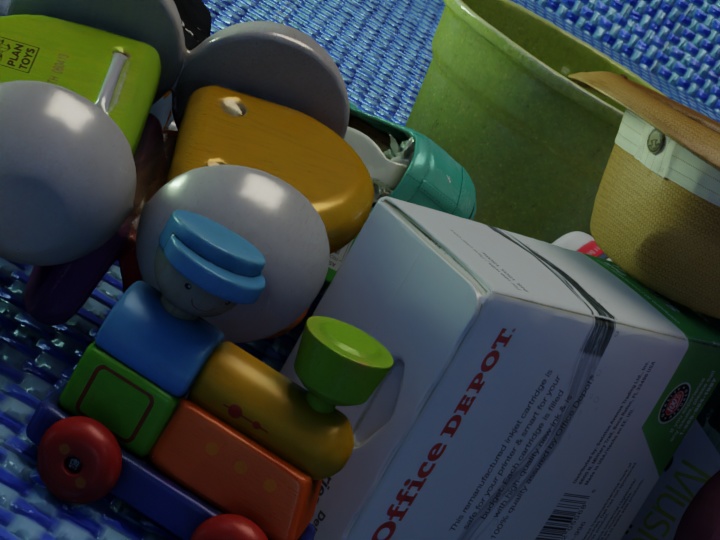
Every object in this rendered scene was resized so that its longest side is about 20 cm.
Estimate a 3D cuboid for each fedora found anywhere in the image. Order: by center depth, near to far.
[{"bbox_3d":[0.173,-0.025,1.026,0.199,0.082,0.201,26,10,-5],"label":"fedora"}]

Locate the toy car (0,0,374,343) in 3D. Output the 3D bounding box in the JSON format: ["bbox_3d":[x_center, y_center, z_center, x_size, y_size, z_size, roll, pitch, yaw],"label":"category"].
[{"bbox_3d":[-0.102,-0.034,0.947,0.198,0.151,0.176,22,37,-10],"label":"toy car"}]

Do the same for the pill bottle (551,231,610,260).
[{"bbox_3d":[0.165,0.080,1.158,0.199,0.120,0.119,36,16,17],"label":"pill bottle"}]

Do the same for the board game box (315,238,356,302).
[{"bbox_3d":[0.000,0.000,1.121,0.152,0.041,0.200,27,-4,-16],"label":"board game box"}]

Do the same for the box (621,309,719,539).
[{"bbox_3d":[0.181,0.102,1.071,0.199,0.145,0.036,32,15,5],"label":"box"}]

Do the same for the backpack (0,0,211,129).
[{"bbox_3d":[-0.175,-0.120,1.081,0.189,0.155,0.200,22,22,-2],"label":"backpack"}]

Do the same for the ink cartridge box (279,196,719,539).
[{"bbox_3d":[0.059,0.061,0.962,0.199,0.147,0.083,15,21,-49],"label":"ink cartridge box"}]

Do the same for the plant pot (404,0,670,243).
[{"bbox_3d":[0.091,-0.047,1.294,0.199,0.185,0.201,29,15,-9],"label":"plant pot"}]

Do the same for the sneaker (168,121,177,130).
[{"bbox_3d":[-0.118,-0.087,1.234,0.073,0.071,0.200,27,16,-13],"label":"sneaker"}]

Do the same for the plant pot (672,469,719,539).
[{"bbox_3d":[0.225,0.154,0.943,0.199,0.201,0.179,28,0,-11],"label":"plant pot"}]

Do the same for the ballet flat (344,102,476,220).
[{"bbox_3d":[-0.022,-0.070,1.157,0.199,0.068,0.070,24,-13,42],"label":"ballet flat"}]

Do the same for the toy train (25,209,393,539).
[{"bbox_3d":[-0.022,0.072,0.833,0.199,0.116,0.085,32,16,4],"label":"toy train"}]
